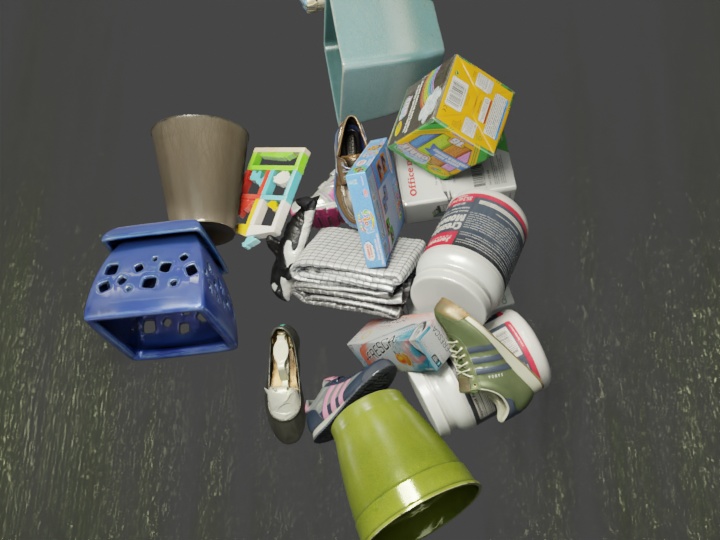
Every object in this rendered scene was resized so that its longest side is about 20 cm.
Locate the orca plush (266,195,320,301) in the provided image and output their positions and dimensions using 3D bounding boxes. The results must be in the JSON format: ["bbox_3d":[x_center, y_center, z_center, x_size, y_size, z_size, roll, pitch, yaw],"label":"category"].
[{"bbox_3d":[-0.131,-0.044,1.255,0.071,0.201,0.106,18,41,0],"label":"orca plush"}]

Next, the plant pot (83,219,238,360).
[{"bbox_3d":[-0.325,0.030,1.238,0.198,0.200,0.181,-7,64,4],"label":"plant pot"}]

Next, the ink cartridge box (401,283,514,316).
[{"bbox_3d":[0.155,0.045,1.262,0.198,0.039,0.100,-15,70,-1],"label":"ink cartridge box"}]

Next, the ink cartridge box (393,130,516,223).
[{"bbox_3d":[0.164,-0.178,1.312,0.198,0.084,0.147,-8,69,3],"label":"ink cartridge box"}]

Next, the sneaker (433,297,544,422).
[{"bbox_3d":[0.167,0.136,1.058,0.200,0.067,0.090,42,82,-6],"label":"sneaker"}]

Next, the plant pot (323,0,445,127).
[{"bbox_3d":[0.044,-0.408,1.355,0.198,0.197,0.197,-8,70,-7],"label":"plant pot"}]

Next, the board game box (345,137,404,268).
[{"bbox_3d":[0.028,-0.114,1.186,0.036,0.200,0.152,-7,112,16],"label":"board game box"}]

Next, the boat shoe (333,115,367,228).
[{"bbox_3d":[-0.015,-0.172,1.258,0.072,0.072,0.202,-8,70,-5],"label":"boat shoe"}]

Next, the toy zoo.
[{"bbox_3d":[-0.176,-0.132,1.336,0.130,0.020,0.201,7,70,37],"label":"toy zoo"}]

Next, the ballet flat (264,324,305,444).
[{"bbox_3d":[-0.132,0.186,1.227,0.067,0.068,0.202,-8,71,3],"label":"ballet flat"}]

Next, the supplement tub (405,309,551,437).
[{"bbox_3d":[0.186,0.163,1.164,0.199,0.140,0.141,-27,71,-4],"label":"supplement tub"}]

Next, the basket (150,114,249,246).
[{"bbox_3d":[-0.282,-0.155,1.315,0.179,0.136,0.202,2,68,-24],"label":"basket"}]

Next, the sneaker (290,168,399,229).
[{"bbox_3d":[-0.034,-0.140,1.328,0.198,0.081,0.089,-16,69,-9],"label":"sneaker"}]

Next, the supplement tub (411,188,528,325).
[{"bbox_3d":[0.173,-0.018,1.158,0.139,0.141,0.201,22,54,12],"label":"supplement tub"}]

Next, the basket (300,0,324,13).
[{"bbox_3d":[-0.078,-0.623,1.449,0.175,0.139,0.202,-12,101,1],"label":"basket"}]

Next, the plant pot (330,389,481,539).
[{"bbox_3d":[0.051,0.294,1.119,0.199,0.201,0.194,-28,59,-4],"label":"plant pot"}]

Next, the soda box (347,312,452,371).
[{"bbox_3d":[0.064,0.115,1.159,0.068,0.199,0.064,-44,105,-28],"label":"soda box"}]

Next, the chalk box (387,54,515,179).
[{"bbox_3d":[0.135,-0.240,1.210,0.123,0.200,0.126,26,73,-19],"label":"chalk box"}]

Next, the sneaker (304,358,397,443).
[{"bbox_3d":[-0.025,0.190,1.175,0.200,0.070,0.082,-46,53,24],"label":"sneaker"}]

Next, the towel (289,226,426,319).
[{"bbox_3d":[0.000,0.000,1.223,0.198,0.086,0.166,8,27,16],"label":"towel"}]
